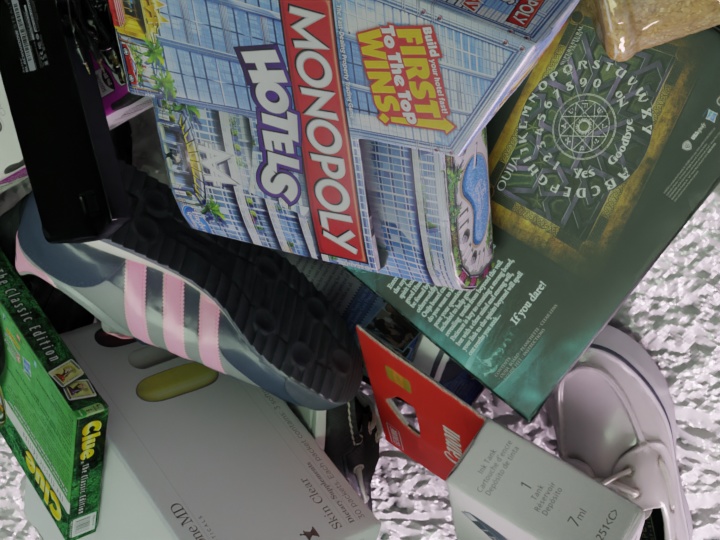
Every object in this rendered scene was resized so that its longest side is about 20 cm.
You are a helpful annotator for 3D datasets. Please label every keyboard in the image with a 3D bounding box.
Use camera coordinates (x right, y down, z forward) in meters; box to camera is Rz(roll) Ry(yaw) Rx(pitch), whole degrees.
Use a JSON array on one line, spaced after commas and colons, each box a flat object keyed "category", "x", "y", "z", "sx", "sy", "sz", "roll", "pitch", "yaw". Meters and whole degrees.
[{"category": "keyboard", "x": -0.134, "y": -0.114, "z": 0.699, "sx": 0.104, "sy": 0.039, "sz": 0.202, "roll": -2, "pitch": 105, "yaw": 52}]

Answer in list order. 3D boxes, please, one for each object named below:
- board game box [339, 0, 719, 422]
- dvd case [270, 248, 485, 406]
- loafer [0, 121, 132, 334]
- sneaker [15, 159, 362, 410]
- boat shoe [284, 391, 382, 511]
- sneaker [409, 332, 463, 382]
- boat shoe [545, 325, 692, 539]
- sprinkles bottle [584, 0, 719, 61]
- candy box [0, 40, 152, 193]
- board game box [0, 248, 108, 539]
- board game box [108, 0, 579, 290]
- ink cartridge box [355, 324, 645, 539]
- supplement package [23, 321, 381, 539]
[{"category": "board game box", "x": 0.087, "y": -0.047, "z": 0.712, "sx": 0.135, "sy": 0.028, "sz": 0.201, "roll": 39, "pitch": 112, "yaw": 8}, {"category": "dvd case", "x": 0.000, "y": 0.000, "z": 0.869, "sx": 0.198, "sy": 0.018, "sz": 0.143, "roll": 27, "pitch": 131, "yaw": -6}, {"category": "loafer", "x": -0.177, "y": -0.016, "z": 0.875, "sx": 0.070, "sy": 0.069, "sz": 0.201, "roll": 18, "pitch": 134, "yaw": -7}, {"category": "sneaker", "x": -0.092, "y": 0.017, "z": 0.811, "sx": 0.199, "sy": 0.070, "sz": 0.082, "roll": 36, "pitch": 133, "yaw": -12}, {"category": "boat shoe", "x": -0.018, "y": 0.101, "z": 0.919, "sx": 0.060, "sy": 0.076, "sz": 0.201, "roll": -12, "pitch": 142, "yaw": -16}, {"category": "sneaker", "x": 0.091, "y": -0.014, "z": 0.777, "sx": 0.079, "sy": 0.079, "sz": 0.201, "roll": 24, "pitch": 119, "yaw": -1}, {"category": "boat shoe", "x": 0.148, "y": 0.121, "z": 0.888, "sx": 0.071, "sy": 0.066, "sz": 0.202, "roll": -4, "pitch": 126, "yaw": 20}, {"category": "sprinkles bottle", "x": 0.187, "y": -0.148, "z": 0.625, "sx": 0.198, "sy": 0.069, "sz": 0.069, "roll": -17, "pitch": 123, "yaw": 6}, {"category": "candy box", "x": -0.184, "y": -0.119, "z": 0.771, "sx": 0.199, "sy": 0.061, "sz": 0.138, "roll": -25, "pitch": 92, "yaw": 31}, {"category": "board game box", "x": -0.200, "y": 0.047, "z": 0.865, "sx": 0.200, "sy": 0.023, "sz": 0.106, "roll": 50, "pitch": 140, "yaw": 32}, {"category": "board game box", "x": -0.004, "y": -0.076, "z": 0.646, "sx": 0.198, "sy": 0.062, "sz": 0.202, "roll": 14, "pitch": 131, "yaw": 27}, {"category": "ink cartridge box", "x": 0.066, "y": 0.126, "z": 0.839, "sx": 0.175, "sy": 0.045, "sz": 0.200, "roll": 31, "pitch": 163, "yaw": 18}, {"category": "supplement package", "x": -0.100, "y": 0.143, "z": 0.885, "sx": 0.200, "sy": 0.110, "sz": 0.157, "roll": 47, "pitch": 140, "yaw": 32}]
